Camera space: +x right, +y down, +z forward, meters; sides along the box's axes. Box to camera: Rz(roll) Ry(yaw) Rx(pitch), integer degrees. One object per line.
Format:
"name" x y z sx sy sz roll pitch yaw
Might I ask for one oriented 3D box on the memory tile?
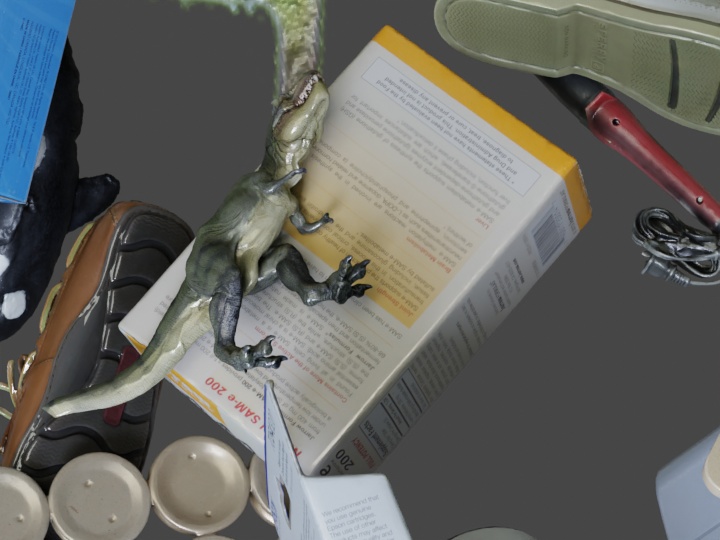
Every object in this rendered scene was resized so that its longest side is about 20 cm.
"memory tile" -0.095 0.156 1.084 0.200 0.017 0.153 -6 70 -14

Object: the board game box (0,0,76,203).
"board game box" -0.227 -0.140 1.183 0.196 0.056 0.200 6 81 48

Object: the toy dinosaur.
"toy dinosaur" -0.054 0.005 1.038 0.088 0.047 0.200 30 79 36

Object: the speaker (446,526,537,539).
"speaker" 0.083 0.199 0.983 0.081 0.081 0.200 -42 31 7

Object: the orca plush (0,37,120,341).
"orca plush" -0.164 -0.055 1.199 0.105 0.071 0.200 -23 57 61

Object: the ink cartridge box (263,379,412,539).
"ink cartridge box" 0.008 0.162 0.982 0.043 0.196 0.200 -16 71 -8

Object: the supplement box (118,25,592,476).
"supplement box" 0.000 0.000 1.092 0.126 0.074 0.200 38 81 22

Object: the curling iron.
"curling iron" 0.115 -0.070 1.103 0.050 0.026 0.200 -24 63 -24

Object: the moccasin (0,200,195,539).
"moccasin" -0.146 0.061 1.149 0.078 0.074 0.202 -6 69 60

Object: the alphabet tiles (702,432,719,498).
"alphabet tiles" 0.252 0.093 0.965 0.195 0.015 0.200 26 56 12

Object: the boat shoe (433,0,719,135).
"boat shoe" 0.140 -0.122 1.082 0.200 0.075 0.068 19 58 5

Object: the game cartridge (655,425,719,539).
"game cartridge" 0.220 0.146 1.009 0.133 0.040 0.200 -41 64 23
